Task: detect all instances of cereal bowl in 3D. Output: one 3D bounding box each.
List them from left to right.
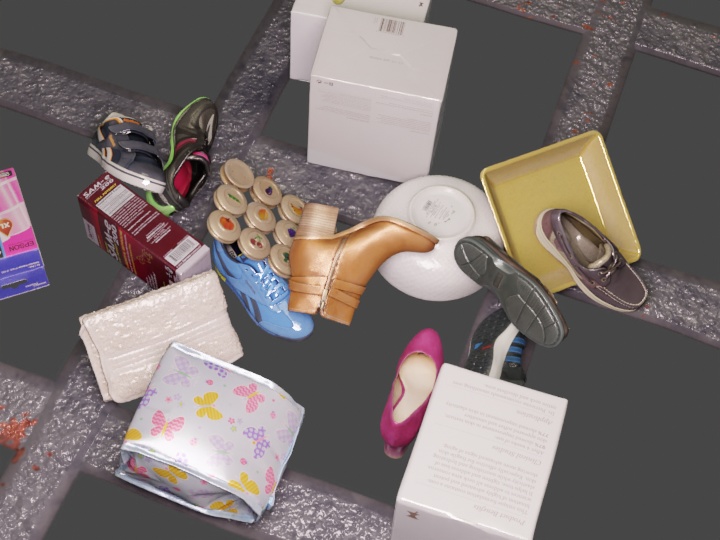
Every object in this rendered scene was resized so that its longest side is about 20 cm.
[{"bbox_3d":[0.113,-0.060,1.847,0.200,0.083,0.200,2,59,-3],"label":"cereal bowl"}]

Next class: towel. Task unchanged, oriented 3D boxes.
[{"bbox_3d":[-0.265,0.090,1.709,0.200,0.133,0.034,-21,19,-15],"label":"towel"}]

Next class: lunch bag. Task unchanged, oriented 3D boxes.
[{"bbox_3d":[-0.187,0.214,1.627,0.200,0.127,0.170,21,57,-2],"label":"lunch bag"}]

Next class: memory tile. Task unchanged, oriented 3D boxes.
[{"bbox_3d":[-0.120,-0.062,1.804,0.200,0.017,0.153,31,43,-21],"label":"memory tile"}]

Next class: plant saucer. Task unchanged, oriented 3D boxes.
[{"bbox_3d":[0.282,-0.078,1.851,0.200,0.048,0.200,-20,92,-16],"label":"plant saucer"}]

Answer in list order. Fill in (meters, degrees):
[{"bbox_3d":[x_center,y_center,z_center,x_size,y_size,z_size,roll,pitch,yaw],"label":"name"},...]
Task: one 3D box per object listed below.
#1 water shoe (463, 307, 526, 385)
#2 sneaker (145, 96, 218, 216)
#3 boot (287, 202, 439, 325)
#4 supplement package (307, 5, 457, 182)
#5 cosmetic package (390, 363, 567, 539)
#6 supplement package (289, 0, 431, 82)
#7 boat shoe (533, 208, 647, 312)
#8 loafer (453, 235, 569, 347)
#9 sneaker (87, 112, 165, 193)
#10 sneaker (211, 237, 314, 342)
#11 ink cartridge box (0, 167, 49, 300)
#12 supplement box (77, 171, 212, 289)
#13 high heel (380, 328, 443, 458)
[{"bbox_3d":[0.190,0.125,1.750,0.071,0.079,0.200,-18,26,36],"label":"water shoe"},{"bbox_3d":[-0.244,-0.164,1.884,0.084,0.077,0.200,-3,60,38],"label":"sneaker"},{"bbox_3d":[0.000,0.000,1.760,0.200,0.074,0.155,10,84,2],"label":"boot"},{"bbox_3d":[0.030,-0.256,1.897,0.191,0.200,0.147,12,57,4],"label":"supplement package"},{"bbox_3d":[0.145,0.256,1.598,0.167,0.166,0.200,17,57,8],"label":"cosmetic package"},{"bbox_3d":[-0.001,-0.367,1.991,0.200,0.156,0.111,12,58,4],"label":"supplement package"},{"bbox_3d":[0.330,-0.014,1.801,0.200,0.065,0.072,43,76,-9],"label":"boat shoe"},{"bbox_3d":[0.215,0.019,1.744,0.200,0.072,0.063,46,40,21],"label":"loafer"},{"bbox_3d":[-0.331,-0.174,1.844,0.200,0.078,0.079,34,102,49],"label":"sneaker"},{"bbox_3d":[-0.139,0.017,1.787,0.066,0.078,0.200,-34,67,-24],"label":"sneaker"},{"bbox_3d":[-0.516,-0.052,1.834,0.095,0.037,0.200,-17,62,-14],"label":"ink cartridge box"},{"bbox_3d":[-0.299,-0.039,1.793,0.200,0.109,0.061,36,63,19],"label":"supplement box"},{"bbox_3d":[0.070,0.146,1.704,0.067,0.096,0.200,20,59,10],"label":"high heel"}]
